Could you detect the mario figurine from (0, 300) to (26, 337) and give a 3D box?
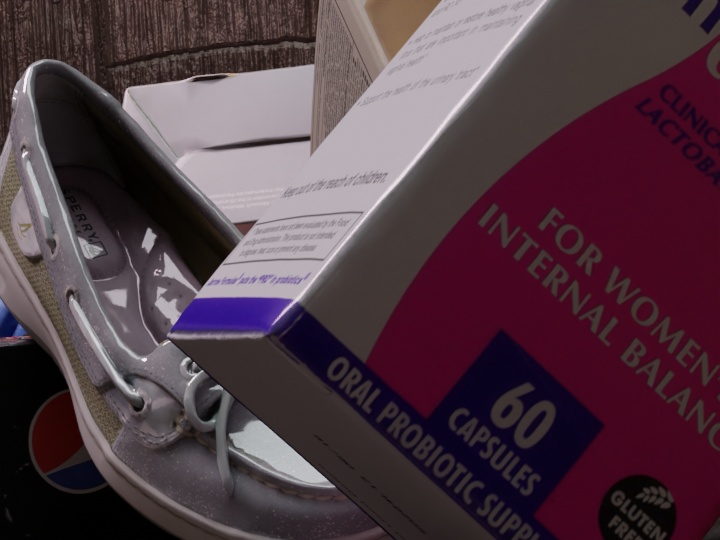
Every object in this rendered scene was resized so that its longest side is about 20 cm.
[{"bbox_3d":[-0.090,0.023,0.856,0.199,0.107,0.123,13,7,24],"label":"mario figurine"}]

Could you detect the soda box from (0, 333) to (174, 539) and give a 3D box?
[{"bbox_3d":[-0.064,0.052,0.723,0.198,0.071,0.063,-4,-1,-19],"label":"soda box"}]

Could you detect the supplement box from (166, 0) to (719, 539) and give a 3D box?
[{"bbox_3d":[0.064,-0.029,0.492,0.101,0.200,0.103,41,-12,-12],"label":"supplement box"}]

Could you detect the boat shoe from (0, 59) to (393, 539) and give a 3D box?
[{"bbox_3d":[-0.054,0.013,0.648,0.074,0.065,0.202,-14,43,-29],"label":"boat shoe"}]

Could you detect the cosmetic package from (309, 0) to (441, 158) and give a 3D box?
[{"bbox_3d":[0.037,-0.017,0.672,0.070,0.106,0.200,-3,33,-12],"label":"cosmetic package"}]

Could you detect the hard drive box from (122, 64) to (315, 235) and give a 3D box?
[{"bbox_3d":[0.000,0.000,0.929,0.154,0.077,0.200,-5,-33,16],"label":"hard drive box"}]
